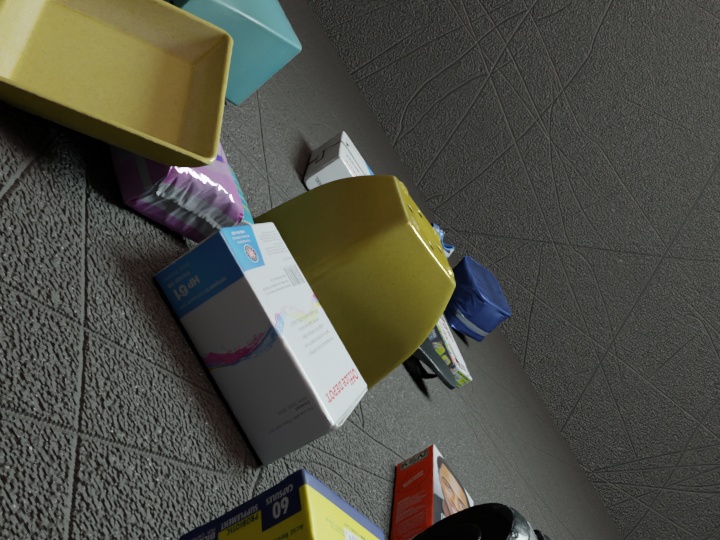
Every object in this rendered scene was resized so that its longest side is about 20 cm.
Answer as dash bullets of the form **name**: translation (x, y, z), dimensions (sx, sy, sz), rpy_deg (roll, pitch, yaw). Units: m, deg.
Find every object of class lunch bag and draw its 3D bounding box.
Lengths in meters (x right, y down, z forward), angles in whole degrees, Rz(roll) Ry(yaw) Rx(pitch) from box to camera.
- **lunch bag**: translation (0.277, 0.073, 1.951), dimensions (0.135, 0.132, 0.201), rpy_deg (32, 26, -28)

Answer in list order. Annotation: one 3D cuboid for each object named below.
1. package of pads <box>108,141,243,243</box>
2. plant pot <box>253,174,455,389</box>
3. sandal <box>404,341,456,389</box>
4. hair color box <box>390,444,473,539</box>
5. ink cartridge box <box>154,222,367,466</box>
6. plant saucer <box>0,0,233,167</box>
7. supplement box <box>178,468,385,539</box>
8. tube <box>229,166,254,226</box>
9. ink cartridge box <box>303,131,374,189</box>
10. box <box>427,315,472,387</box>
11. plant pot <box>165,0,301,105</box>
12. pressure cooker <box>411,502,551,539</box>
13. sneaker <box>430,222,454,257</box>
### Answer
- **package of pads**: translation (-0.197, -0.133, 0.775), dimensions (0.120, 0.075, 0.202), rpy_deg (38, 25, -58)
- **plant pot**: translation (0.000, 0.000, 0.939), dimensions (0.195, 0.199, 0.197), rpy_deg (50, 15, -32)
- **sandal**: translation (0.086, 0.136, 1.310), dimensions (0.200, 0.048, 0.075), rpy_deg (43, 18, -12)
- **hair color box**: translation (0.088, 0.303, 0.901), dimensions (0.102, 0.061, 0.200), rpy_deg (55, 13, -11)
- **ink cartridge box**: translation (-0.087, 0.063, 0.731), dimensions (0.202, 0.084, 0.144), rpy_deg (58, 14, 2)
- **plant saucer**: translation (-0.219, -0.180, 0.676), dimensions (0.198, 0.049, 0.202), rpy_deg (20, 44, -23)
- **supplement box**: translation (-0.037, 0.247, 0.462), dimensions (0.110, 0.108, 0.201), rpy_deg (48, 17, -38)
- **tube**: translation (-0.164, -0.096, 0.896), dimensions (0.078, 0.050, 0.201), rpy_deg (56, 6, -44)
- **ink cartridge box**: translation (-0.028, -0.159, 1.429), dimensions (0.147, 0.084, 0.201), rpy_deg (54, 13, -19)
- **box**: translation (0.162, 0.135, 1.591), dimensions (0.110, 0.034, 0.202), rpy_deg (41, 23, -53)
- **plant pot**: translation (-0.211, -0.358, 1.085), dimensions (0.199, 0.141, 0.143), rpy_deg (13, 47, -62)
- **pressure cooker**: translation (0.124, 0.344, 0.710), dimensions (0.175, 0.178, 0.202), rpy_deg (-32, 91, -36)
- **sneaker**: translation (0.179, -0.105, 2.075), dimensions (0.201, 0.082, 0.074), rpy_deg (53, 16, -18)
